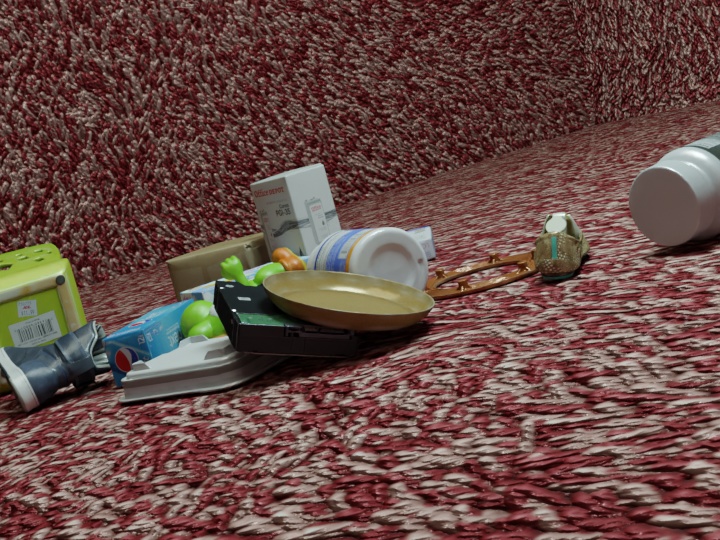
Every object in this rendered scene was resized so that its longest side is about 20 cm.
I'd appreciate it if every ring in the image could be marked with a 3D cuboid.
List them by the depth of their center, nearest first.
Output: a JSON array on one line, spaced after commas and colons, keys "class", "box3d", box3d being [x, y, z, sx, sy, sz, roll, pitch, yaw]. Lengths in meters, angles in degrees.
[{"class": "ring", "box3d": [0.162, 0.001, 1.440, 0.199, 0.019, 0.200, -16, 8, 2]}]

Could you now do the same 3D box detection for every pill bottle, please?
[{"class": "pill bottle", "box3d": [0.422, -0.102, 1.282, 0.199, 0.115, 0.114, -22, 9, -37]}, {"class": "pill bottle", "box3d": [0.000, 0.000, 1.428, 0.111, 0.113, 0.200, -19, 7, -22]}]

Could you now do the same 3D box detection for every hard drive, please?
[{"class": "hard drive", "box3d": [-0.091, 0.055, 1.237, 0.139, 0.038, 0.200, 3, 11, -17]}]

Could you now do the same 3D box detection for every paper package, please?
[{"class": "paper package", "box3d": [-0.225, -0.004, 1.974, 0.199, 0.104, 0.190, -12, 7, 30]}]

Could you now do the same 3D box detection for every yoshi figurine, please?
[{"class": "yoshi figurine", "box3d": [-0.173, 0.047, 1.484, 0.200, 0.113, 0.112, -35, -4, -34]}]

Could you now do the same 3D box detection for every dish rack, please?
[{"class": "dish rack", "box3d": [-0.183, 0.107, 1.289, 0.199, 0.044, 0.171, -12, 8, 31]}]

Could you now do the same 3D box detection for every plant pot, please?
[{"class": "plant pot", "box3d": [-0.015, 0.036, 1.222, 0.198, 0.028, 0.200, 7, 12, -1]}, {"class": "plant pot", "box3d": [-0.535, 0.080, 1.677, 0.199, 0.200, 0.181, -19, 15, -27]}]

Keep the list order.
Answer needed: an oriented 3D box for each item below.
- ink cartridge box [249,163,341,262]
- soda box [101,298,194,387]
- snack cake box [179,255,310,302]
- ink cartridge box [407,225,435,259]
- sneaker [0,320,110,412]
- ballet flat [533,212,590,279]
[{"class": "ink cartridge box", "box3d": [-0.103, -0.070, 1.817, 0.082, 0.201, 0.146, -19, 8, -30]}, {"class": "soda box", "box3d": [-0.281, 0.097, 1.469, 0.064, 0.068, 0.200, -15, 7, 13]}, {"class": "snack cake box", "box3d": [-0.175, 0.036, 1.704, 0.199, 0.068, 0.115, -19, 9, -27]}, {"class": "ink cartridge box", "box3d": [0.070, -0.037, 1.844, 0.119, 0.042, 0.200, -15, 10, 5]}, {"class": "sneaker", "box3d": [-0.425, 0.124, 1.481, 0.146, 0.077, 0.202, -31, 22, -21]}, {"class": "ballet flat", "box3d": [0.256, -0.039, 1.348, 0.070, 0.066, 0.200, -3, 10, 11]}]
